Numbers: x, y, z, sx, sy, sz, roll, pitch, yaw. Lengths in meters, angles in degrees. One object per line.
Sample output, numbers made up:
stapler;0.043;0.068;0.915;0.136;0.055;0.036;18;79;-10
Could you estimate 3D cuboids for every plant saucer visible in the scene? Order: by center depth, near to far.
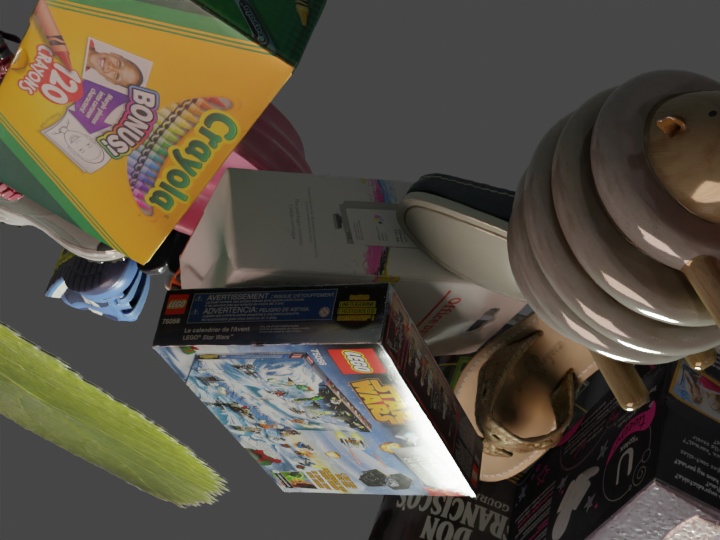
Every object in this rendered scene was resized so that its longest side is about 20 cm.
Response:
plant saucer;-0.113;-0.081;0.831;0.198;0.051;0.201;20;160;8

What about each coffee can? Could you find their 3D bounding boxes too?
coffee can;0.098;0.151;0.980;0.144;0.202;0.147;19;161;7

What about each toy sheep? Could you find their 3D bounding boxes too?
toy sheep;0.131;-0.016;0.608;0.136;0.139;0.200;26;147;-11

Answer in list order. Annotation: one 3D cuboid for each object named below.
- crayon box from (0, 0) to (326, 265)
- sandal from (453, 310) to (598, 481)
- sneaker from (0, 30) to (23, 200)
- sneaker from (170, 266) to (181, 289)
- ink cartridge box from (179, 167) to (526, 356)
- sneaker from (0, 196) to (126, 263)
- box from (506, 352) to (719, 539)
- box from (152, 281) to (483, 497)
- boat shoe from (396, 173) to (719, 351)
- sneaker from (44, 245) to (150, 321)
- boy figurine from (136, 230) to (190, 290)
crayon box;-0.117;-0.097;0.678;0.118;0.059;0.200;31;139;-13
sandal;0.104;0.074;0.819;0.078;0.069;0.212;44;127;8
sneaker;-0.245;-0.120;0.854;0.075;0.081;0.201;41;167;26
sneaker;-0.033;-0.004;0.926;0.197;0.079;0.076;4;131;7
ink cartridge box;0.000;0.000;0.797;0.197;0.068;0.117;4;153;-22
sneaker;-0.225;-0.063;0.971;0.197;0.075;0.080;14;154;22
box;0.186;0.158;0.804;0.131;0.116;0.201;26;138;-7
box;-0.017;0.076;0.772;0.135;0.040;0.201;-1;148;21
boat shoe;0.118;-0.016;0.729;0.197;0.063;0.075;19;158;3
sneaker;-0.212;0.001;1.131;0.081;0.075;0.199;27;168;-19
boy figurine;-0.104;0.022;1.075;0.123;0.065;0.200;7;153;30
